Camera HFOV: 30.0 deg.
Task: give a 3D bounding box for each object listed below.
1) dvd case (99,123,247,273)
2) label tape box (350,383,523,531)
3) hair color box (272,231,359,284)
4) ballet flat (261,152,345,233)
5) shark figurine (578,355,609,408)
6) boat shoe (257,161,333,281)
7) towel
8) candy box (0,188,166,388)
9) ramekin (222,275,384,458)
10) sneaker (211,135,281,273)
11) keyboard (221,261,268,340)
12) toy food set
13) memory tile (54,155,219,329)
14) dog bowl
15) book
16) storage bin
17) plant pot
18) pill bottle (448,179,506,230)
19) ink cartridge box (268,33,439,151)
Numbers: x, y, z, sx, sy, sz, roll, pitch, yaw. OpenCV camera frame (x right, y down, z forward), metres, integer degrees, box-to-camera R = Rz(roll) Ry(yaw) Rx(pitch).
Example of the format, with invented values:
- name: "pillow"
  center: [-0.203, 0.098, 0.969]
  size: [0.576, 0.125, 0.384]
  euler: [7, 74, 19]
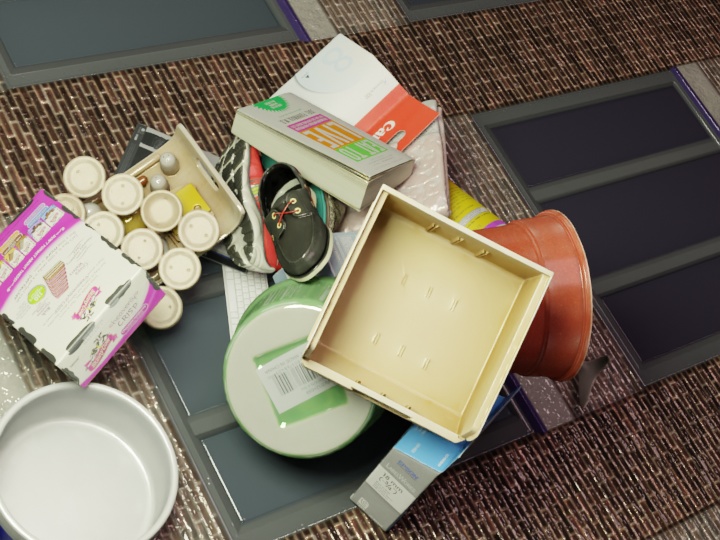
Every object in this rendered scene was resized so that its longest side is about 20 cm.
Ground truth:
- name: "dvd case"
  center: [-0.215, -0.093, 1.700]
  size: [0.198, 0.025, 0.151]
  euler: [23, 49, -8]
- name: "label tape box"
  center: [0.084, 0.195, 1.530]
  size: [0.063, 0.200, 0.144]
  euler: [42, 49, 7]
- name: "hair color box"
  center: [0.000, 0.000, 1.664]
  size: [0.199, 0.099, 0.061]
  euler: [-5, 63, -45]
- name: "ballet flat"
  center: [-0.061, -0.093, 1.707]
  size: [0.075, 0.068, 0.201]
  euler: [19, 29, -42]
- name: "shark figurine"
  center: [0.229, 0.083, 1.783]
  size: [0.089, 0.128, 0.215]
  euler: [-39, 97, -15]
- name: "boat shoe"
  center: [-0.081, -0.057, 1.564]
  size: [0.063, 0.073, 0.202]
  euler: [47, 14, -32]
- name: "towel"
  center: [0.019, -0.125, 1.759]
  size: [0.198, 0.032, 0.193]
  euler: [-14, 52, 17]
- name: "candy box"
  center: [-0.324, 0.016, 1.459]
  size: [0.199, 0.061, 0.137]
  euler: [34, 78, 36]
- name: "ramekin"
  center: [-0.060, 0.113, 1.506]
  size: [0.199, 0.201, 0.098]
  euler: [36, 12, 2]
- name: "sneaker"
  center: [-0.132, -0.081, 1.679]
  size: [0.084, 0.077, 0.202]
  euler: [16, 52, -38]
- name: "keyboard"
  center: [-0.135, 0.062, 1.642]
  size: [0.056, 0.011, 0.202]
  euler: [5, 55, -23]
- name: "toy food set"
  center: [-0.255, -0.066, 1.599]
  size: [0.199, 0.060, 0.144]
  euler: [-36, 76, -11]
- name: "memory tile"
  center: [-0.276, -0.033, 1.558]
  size: [0.198, 0.017, 0.155]
  euler: [25, 80, -1]
- name: "dog bowl"
  center: [-0.295, 0.222, 1.402]
  size: [0.198, 0.079, 0.202]
  euler: [13, 52, -18]
- name: "book"
  center: [-0.045, -0.157, 1.689]
  size: [0.199, 0.048, 0.133]
  euler: [29, 30, 18]
- name: "storage bin"
  center: [0.063, 0.050, 1.403]
  size: [0.198, 0.094, 0.200]
  euler: [27, 83, -4]
- name: "plant pot"
  center: [0.137, 0.036, 1.550]
  size: [0.193, 0.202, 0.203]
  euler: [-4, 58, -16]
- name: "pill bottle"
  center: [0.103, -0.066, 1.779]
  size: [0.200, 0.105, 0.104]
  euler: [40, 48, 23]
- name: "ink cartridge box"
  center: [-0.018, -0.211, 1.779]
  size: [0.160, 0.047, 0.200]
  euler: [-43, 51, -11]
